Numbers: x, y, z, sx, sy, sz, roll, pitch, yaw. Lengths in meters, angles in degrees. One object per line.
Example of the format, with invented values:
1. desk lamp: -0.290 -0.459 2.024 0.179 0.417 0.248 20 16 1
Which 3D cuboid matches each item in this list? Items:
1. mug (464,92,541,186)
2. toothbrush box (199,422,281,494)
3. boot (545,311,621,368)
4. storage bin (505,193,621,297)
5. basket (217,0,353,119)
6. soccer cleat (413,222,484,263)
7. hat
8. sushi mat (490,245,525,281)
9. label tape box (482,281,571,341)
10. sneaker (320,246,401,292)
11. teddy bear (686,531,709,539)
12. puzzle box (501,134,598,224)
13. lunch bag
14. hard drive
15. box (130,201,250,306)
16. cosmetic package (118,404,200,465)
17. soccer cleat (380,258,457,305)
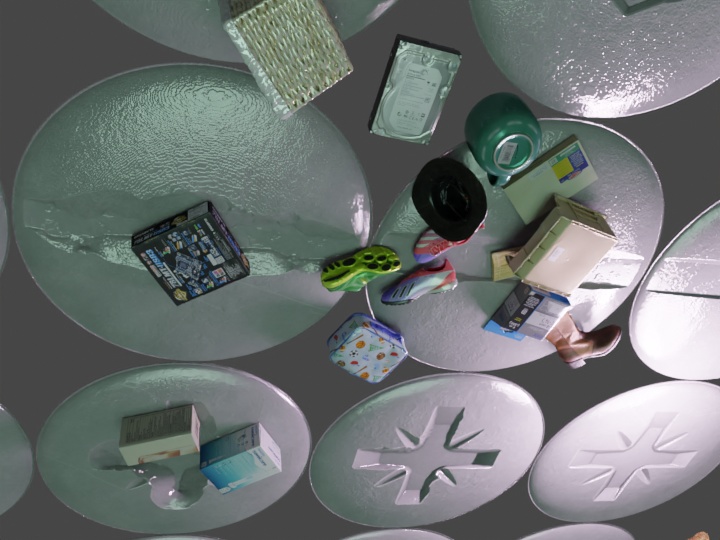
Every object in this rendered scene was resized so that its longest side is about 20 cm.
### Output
1. mug: 0.311 -0.267 1.477 0.150 0.116 0.185 -32 129 14
2. toothbrush box: -0.346 0.546 2.028 0.196 0.086 0.148 -23 130 8
3. boot: 0.610 0.164 1.954 0.186 0.069 0.200 -31 122 24
4. storage bin: 0.479 -0.056 1.679 0.195 0.095 0.201 16 126 -27
5. basket: -0.128 -0.412 1.206 0.158 0.200 0.201 -26 130 8
6. soccer cleat: 0.205 -0.076 1.638 0.199 0.077 0.066 -38 127 19
7. hat: 0.211 -0.170 1.551 0.081 0.198 0.204 -39 143 -39
8. sushi mat: 0.425 -0.030 1.767 0.195 0.012 0.097 -13 129 -2
9. label tape box: 0.442 0.126 1.868 0.142 0.064 0.202 17 123 -24
10. sneaker: 0.000 0.000 1.673 0.195 0.076 0.084 -15 156 -4
11. teddy bear: 1.384 1.178 2.950 0.197 0.068 0.146 -28 132 12
12. puzzle box: 0.437 -0.206 1.615 0.198 0.026 0.133 -33 128 15
13. lunch bag: 0.023 0.202 1.832 0.198 0.076 0.161 29 116 -30
14. hard drive: 0.107 -0.358 1.408 0.136 0.038 0.203 8 126 -19
15. box: -0.375 -0.032 1.565 0.195 0.050 0.202 -22 131 7
16. cosmetic package: -0.539 0.445 1.892 0.195 0.104 0.089 -9 130 -3
17. soccer cleat: 0.139 0.030 1.730 0.195 0.068 0.075 -16 108 7
